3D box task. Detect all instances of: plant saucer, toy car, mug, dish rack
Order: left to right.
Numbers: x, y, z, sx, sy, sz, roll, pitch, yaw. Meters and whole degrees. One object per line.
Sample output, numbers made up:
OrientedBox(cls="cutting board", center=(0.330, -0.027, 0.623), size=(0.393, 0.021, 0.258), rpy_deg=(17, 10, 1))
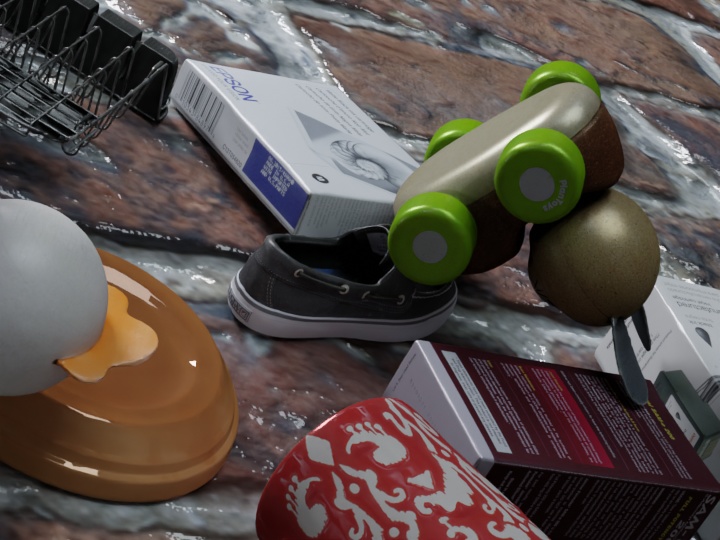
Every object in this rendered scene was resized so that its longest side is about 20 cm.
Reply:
OrientedBox(cls="toy car", center=(-0.191, -0.007, 0.914), size=(0.199, 0.185, 0.177), rpy_deg=(26, 28, -11))
OrientedBox(cls="dish rack", center=(-0.217, -0.137, 1.243), size=(0.153, 0.055, 0.200), rpy_deg=(31, 29, 4))
OrientedBox(cls="plant saucer", center=(-0.154, 0.044, 1.025), size=(0.199, 0.038, 0.201), rpy_deg=(24, 28, -13))
OrientedBox(cls="mug", center=(0.031, 0.167, 0.912), size=(0.177, 0.134, 0.200), rpy_deg=(0, 37, -47))
OrientedBox(cls="toy car", center=(0.131, -0.008, 1.214), size=(0.201, 0.157, 0.165), rpy_deg=(54, 24, -14))

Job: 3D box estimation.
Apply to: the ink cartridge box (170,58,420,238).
OrientedBox(cls="ink cartridge box", center=(-0.010, -0.080, 1.339), size=(0.199, 0.041, 0.200), rpy_deg=(6, 28, -40))

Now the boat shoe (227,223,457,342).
OrientedBox(cls="boat shoe", center=(0.000, 0.000, 1.216), size=(0.199, 0.067, 0.070), rpy_deg=(2, 39, -43))

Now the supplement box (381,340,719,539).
OrientedBox(cls="supplement box", center=(0.119, 0.112, 1.158), size=(0.199, 0.061, 0.109), rpy_deg=(11, 33, -32))

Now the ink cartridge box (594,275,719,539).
OrientedBox(cls="ink cartridge box", center=(0.275, 0.107, 1.294), size=(0.145, 0.084, 0.201), rpy_deg=(12, 34, -31))
